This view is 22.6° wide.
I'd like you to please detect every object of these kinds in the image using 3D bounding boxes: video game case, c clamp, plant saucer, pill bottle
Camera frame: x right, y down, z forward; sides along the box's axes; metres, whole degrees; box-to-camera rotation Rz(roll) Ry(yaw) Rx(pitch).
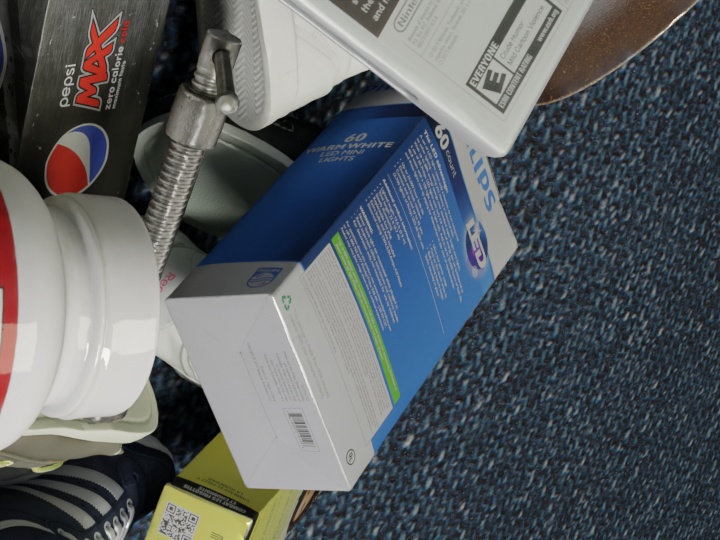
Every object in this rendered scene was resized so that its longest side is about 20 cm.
[{"bbox_3d":[0.039,-0.177,0.725,0.182,0.023,0.200,34,81,-29],"label":"video game case"},{"bbox_3d":[-0.086,-0.016,0.738,0.171,0.027,0.200,-89,-161,-64],"label":"c clamp"},{"bbox_3d":[0.137,-0.165,0.870,0.032,0.200,0.200,42,79,-17],"label":"plant saucer"},{"bbox_3d":[-0.177,0.012,0.634,0.200,0.112,0.112,1,119,-35],"label":"pill bottle"}]

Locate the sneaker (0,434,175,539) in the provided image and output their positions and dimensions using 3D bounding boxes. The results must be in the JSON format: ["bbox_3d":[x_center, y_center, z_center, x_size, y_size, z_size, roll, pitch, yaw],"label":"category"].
[{"bbox_3d":[-0.138,0.137,0.872,0.200,0.108,0.070,-7,124,-54],"label":"sneaker"}]

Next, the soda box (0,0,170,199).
[{"bbox_3d":[-0.126,-0.089,0.720,0.071,0.063,0.200,-16,130,-48],"label":"soda box"}]

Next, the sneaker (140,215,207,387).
[{"bbox_3d":[-0.054,0.040,0.915,0.078,0.099,0.200,-60,151,4],"label":"sneaker"}]

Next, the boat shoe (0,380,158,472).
[{"bbox_3d":[-0.165,0.051,0.788,0.060,0.072,0.202,-26,157,19],"label":"boat shoe"}]

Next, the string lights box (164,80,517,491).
[{"bbox_3d":[0.000,0.000,0.829,0.200,0.059,0.103,-51,129,-47],"label":"string lights box"}]

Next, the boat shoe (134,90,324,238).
[{"bbox_3d":[-0.041,-0.046,0.897,0.200,0.076,0.060,39,45,-51],"label":"boat shoe"}]

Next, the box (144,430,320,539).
[{"bbox_3d":[-0.058,0.116,0.964,0.075,0.050,0.200,-69,170,21],"label":"box"}]

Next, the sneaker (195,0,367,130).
[{"bbox_3d":[-0.014,-0.169,0.786,0.115,0.074,0.200,-26,137,-32],"label":"sneaker"}]
